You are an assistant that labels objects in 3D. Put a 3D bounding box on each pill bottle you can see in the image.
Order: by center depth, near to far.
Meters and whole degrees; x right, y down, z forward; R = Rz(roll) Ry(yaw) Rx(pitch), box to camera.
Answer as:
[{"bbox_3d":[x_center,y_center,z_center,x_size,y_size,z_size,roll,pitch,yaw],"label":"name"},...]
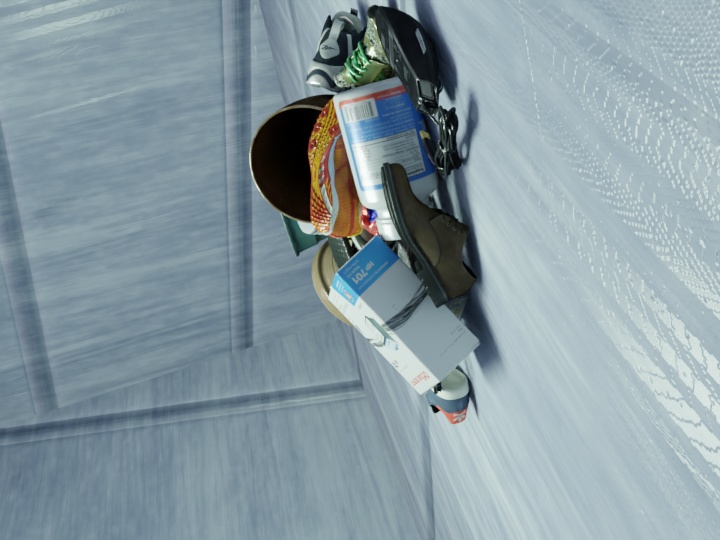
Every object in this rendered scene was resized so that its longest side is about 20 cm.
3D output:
[{"bbox_3d":[0.041,-0.148,1.056,0.112,0.111,0.202,-130,24,-74],"label":"pill bottle"}]

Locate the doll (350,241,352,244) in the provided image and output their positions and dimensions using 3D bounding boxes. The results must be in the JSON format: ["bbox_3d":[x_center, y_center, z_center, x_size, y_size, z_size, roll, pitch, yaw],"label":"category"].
[{"bbox_3d":[-0.045,-0.125,1.358,0.048,0.136,0.201,-42,68,42],"label":"doll"}]

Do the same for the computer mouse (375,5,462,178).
[{"bbox_3d":[0.077,-0.207,0.921,0.141,0.046,0.201,76,170,-63],"label":"computer mouse"}]

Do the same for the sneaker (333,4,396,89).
[{"bbox_3d":[0.007,-0.278,1.106,0.200,0.088,0.077,86,166,-62],"label":"sneaker"}]

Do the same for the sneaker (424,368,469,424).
[{"bbox_3d":[0.127,0.188,1.345,0.200,0.074,0.085,-121,20,-65],"label":"sneaker"}]

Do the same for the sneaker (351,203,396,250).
[{"bbox_3d":[0.029,-0.108,1.235,0.080,0.073,0.201,107,171,-55],"label":"sneaker"}]

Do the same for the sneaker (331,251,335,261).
[{"bbox_3d":[0.037,-0.012,1.396,0.200,0.115,0.075,52,136,32],"label":"sneaker"}]

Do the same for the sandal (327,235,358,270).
[{"bbox_3d":[0.000,0.000,1.291,0.075,0.048,0.201,30,150,55],"label":"sandal"}]

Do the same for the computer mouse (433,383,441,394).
[{"bbox_3d":[0.085,0.098,1.226,0.059,0.034,0.202,-165,58,-81],"label":"computer mouse"}]

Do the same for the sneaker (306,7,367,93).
[{"bbox_3d":[-0.017,-0.344,1.266,0.199,0.079,0.131,-10,-60,-66],"label":"sneaker"}]

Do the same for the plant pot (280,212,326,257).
[{"bbox_3d":[-0.065,-0.154,1.546,0.200,0.195,0.202,160,90,-88],"label":"plant pot"}]

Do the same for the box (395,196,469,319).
[{"bbox_3d":[0.103,0.005,1.197,0.200,0.048,0.159,89,162,-67],"label":"box"}]

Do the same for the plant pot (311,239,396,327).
[{"bbox_3d":[0.016,0.001,1.484,0.093,0.199,0.202,-50,52,47],"label":"plant pot"}]

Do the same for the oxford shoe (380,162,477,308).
[{"bbox_3d":[0.087,-0.056,0.994,0.201,0.084,0.073,60,-171,-25],"label":"oxford shoe"}]

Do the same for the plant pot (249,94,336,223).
[{"bbox_3d":[-0.056,-0.201,1.265,0.200,0.185,0.188,-67,-33,-59],"label":"plant pot"}]

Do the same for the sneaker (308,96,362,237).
[{"bbox_3d":[-0.028,-0.144,1.112,0.073,0.077,0.202,-3,83,50],"label":"sneaker"}]

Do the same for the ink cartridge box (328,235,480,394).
[{"bbox_3d":[0.055,0.066,1.109,0.200,0.086,0.147,47,165,8],"label":"ink cartridge box"}]

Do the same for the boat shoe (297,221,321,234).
[{"bbox_3d":[-0.089,-0.150,1.422,0.071,0.069,0.201,-46,54,36],"label":"boat shoe"}]

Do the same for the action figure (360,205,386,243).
[{"bbox_3d":[0.033,-0.124,1.148,0.052,0.065,0.202,-146,57,-62],"label":"action figure"}]
